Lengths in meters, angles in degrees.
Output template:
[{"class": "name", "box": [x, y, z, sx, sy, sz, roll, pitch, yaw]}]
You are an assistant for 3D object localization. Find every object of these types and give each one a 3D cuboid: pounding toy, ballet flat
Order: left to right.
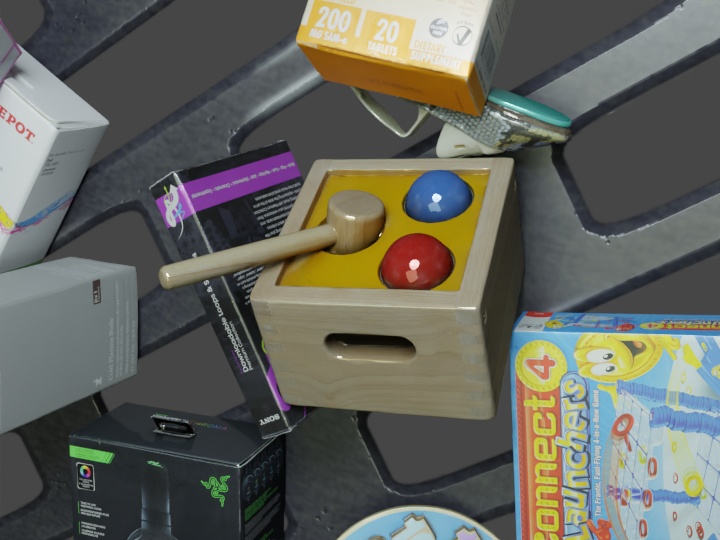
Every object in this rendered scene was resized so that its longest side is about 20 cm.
[{"class": "pounding toy", "box": [0.000, 0.000, 0.667, 0.196, 0.186, 0.144, 2, 131, 18]}, {"class": "ballet flat", "box": [0.060, -0.122, 0.712, 0.198, 0.072, 0.073, 31, 111, 18]}]

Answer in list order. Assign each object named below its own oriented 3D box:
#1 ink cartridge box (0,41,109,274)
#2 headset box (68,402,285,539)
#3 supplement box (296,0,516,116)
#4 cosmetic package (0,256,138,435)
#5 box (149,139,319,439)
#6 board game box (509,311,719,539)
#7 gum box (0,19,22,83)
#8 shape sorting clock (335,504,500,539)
[{"class": "ink cartridge box", "box": [-0.335, -0.091, 0.865, 0.144, 0.084, 0.202, 38, 112, 10]}, {"class": "headset box", "box": [-0.160, 0.224, 0.857, 0.170, 0.093, 0.205, 7, 103, 20]}, {"class": "supplement box", "box": [0.049, -0.223, 0.653, 0.124, 0.073, 0.204, 15, 84, 18]}, {"class": "cosmetic package", "box": [-0.278, 0.059, 0.810, 0.088, 0.200, 0.109, 7, 105, 20]}, {"class": "box", "box": [-0.067, 0.008, 0.746, 0.036, 0.142, 0.203, -24, 91, 34]}, {"class": "board game box", "box": [0.211, 0.136, 0.709, 0.192, 0.056, 0.205, 0, 101, 22]}, {"class": "gum box", "box": [-0.366, -0.139, 0.749, 0.112, 0.066, 0.202, 30, 78, 3]}, {"class": "shape sorting clock", "box": [0.049, 0.296, 0.793, 0.195, 0.039, 0.205, 0, 88, 1]}]
